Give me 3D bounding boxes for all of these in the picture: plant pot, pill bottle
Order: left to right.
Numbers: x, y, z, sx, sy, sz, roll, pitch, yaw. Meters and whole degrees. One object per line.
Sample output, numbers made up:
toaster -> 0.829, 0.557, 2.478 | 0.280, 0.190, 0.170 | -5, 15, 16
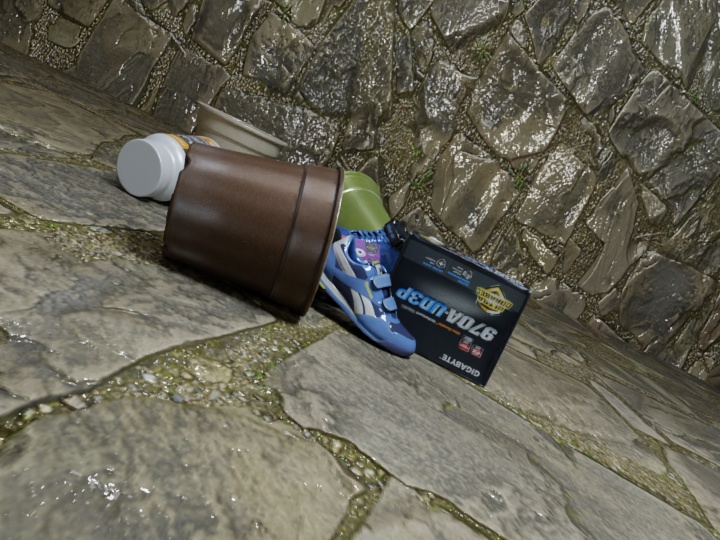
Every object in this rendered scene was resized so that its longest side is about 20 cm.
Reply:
pill bottle -> -0.334, -0.185, 1.225 | 0.115, 0.118, 0.200 | 27, 16, 14
plant pot -> -0.274, -0.215, 1.394 | 0.198, 0.186, 0.201 | 25, 8, -4
plant pot -> -0.141, -0.065, 0.882 | 0.195, 0.204, 0.200 | 16, 9, -10
plant pot -> -0.002, -0.068, 1.388 | 0.198, 0.202, 0.190 | 18, 22, -40

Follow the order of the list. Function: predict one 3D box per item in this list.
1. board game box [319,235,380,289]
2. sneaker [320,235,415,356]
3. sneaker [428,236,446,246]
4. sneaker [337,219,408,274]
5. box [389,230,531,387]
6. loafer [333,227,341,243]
board game box -> -0.064, -0.020, 1.075 | 0.196, 0.033, 0.121 | 14, 34, -12
sneaker -> 0.015, 0.036, 0.972 | 0.200, 0.082, 0.074 | 47, 7, 9
sneaker -> 0.119, 0.000, 1.386 | 0.082, 0.082, 0.199 | 20, -24, -29
sneaker -> 0.024, -0.056, 1.186 | 0.198, 0.111, 0.077 | 29, 30, -33
box -> 0.130, 0.054, 1.017 | 0.197, 0.161, 0.046 | 26, 11, 4
loafer -> -0.130, -0.055, 1.020 | 0.196, 0.074, 0.072 | 8, 16, -19
